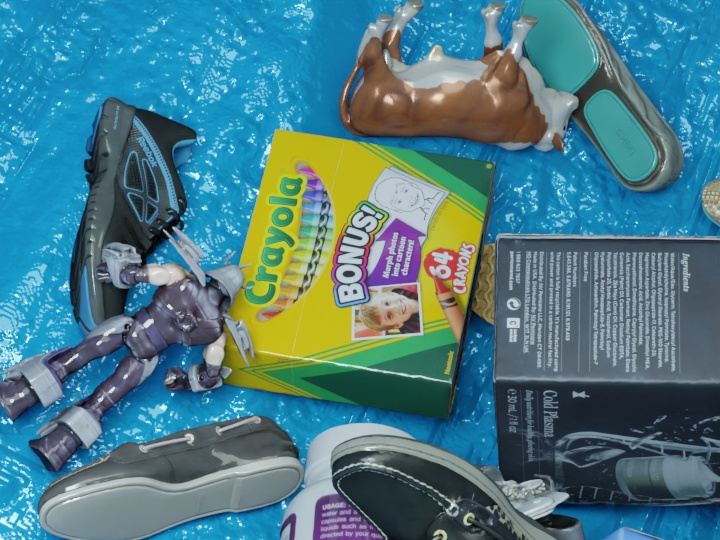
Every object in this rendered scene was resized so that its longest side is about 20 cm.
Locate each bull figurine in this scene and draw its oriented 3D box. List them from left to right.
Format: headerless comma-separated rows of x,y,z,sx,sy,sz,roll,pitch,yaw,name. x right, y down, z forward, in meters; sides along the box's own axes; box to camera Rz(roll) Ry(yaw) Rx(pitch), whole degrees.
0.083,-0.148,1.835,0.199,0.122,0.065,-2,25,-12,bull figurine

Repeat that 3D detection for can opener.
0.077,0.166,1.607,0.052,0.200,0.067,-20,102,-29,can opener

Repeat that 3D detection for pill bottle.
0.000,0.206,1.531,0.112,0.112,0.201,12,54,-11,pill bottle

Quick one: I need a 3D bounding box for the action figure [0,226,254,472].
-0.159,0.050,1.619,0.200,0.069,0.131,-35,102,-9,action figure

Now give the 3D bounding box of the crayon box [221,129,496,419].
0.000,0.000,1.722,0.171,0.058,0.201,9,56,6,crayon box

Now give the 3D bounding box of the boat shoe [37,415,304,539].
-0.137,0.143,1.619,0.199,0.067,0.057,-7,47,-27,boat shoe

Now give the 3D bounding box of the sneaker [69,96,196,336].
-0.166,-0.038,1.706,0.081,0.073,0.201,13,58,-13,sneaker

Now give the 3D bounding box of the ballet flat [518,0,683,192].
0.197,-0.147,1.906,0.064,0.067,0.201,0,55,-59,ballet flat

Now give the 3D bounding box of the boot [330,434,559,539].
0.054,0.207,1.443,0.203,0.073,0.154,37,46,-26,boot

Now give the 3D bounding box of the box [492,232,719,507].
0.194,0.074,1.650,0.195,0.200,0.125,-1,60,6,box

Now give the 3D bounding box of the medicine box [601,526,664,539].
0.159,0.302,1.538,0.102,0.182,0.201,22,56,-18,medicine box

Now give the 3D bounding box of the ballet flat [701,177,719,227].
0.379,-0.044,1.894,0.199,0.065,0.071,17,57,-8,ballet flat

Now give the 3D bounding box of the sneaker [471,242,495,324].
0.172,0.016,1.795,0.199,0.090,0.075,8,94,10,sneaker
